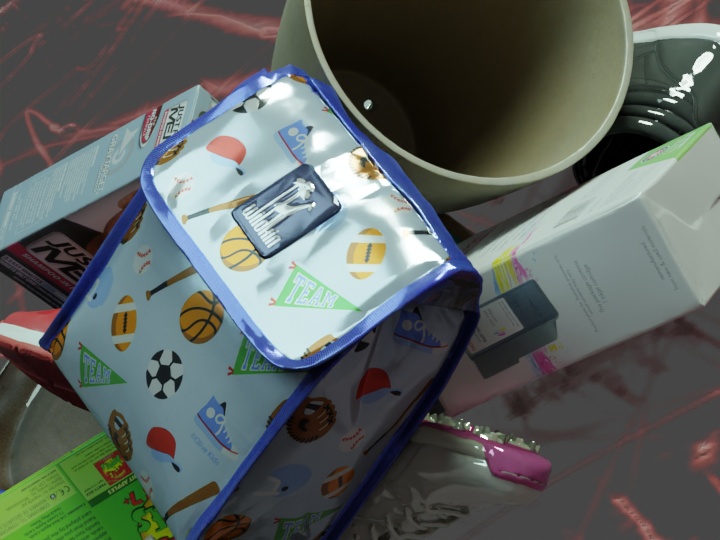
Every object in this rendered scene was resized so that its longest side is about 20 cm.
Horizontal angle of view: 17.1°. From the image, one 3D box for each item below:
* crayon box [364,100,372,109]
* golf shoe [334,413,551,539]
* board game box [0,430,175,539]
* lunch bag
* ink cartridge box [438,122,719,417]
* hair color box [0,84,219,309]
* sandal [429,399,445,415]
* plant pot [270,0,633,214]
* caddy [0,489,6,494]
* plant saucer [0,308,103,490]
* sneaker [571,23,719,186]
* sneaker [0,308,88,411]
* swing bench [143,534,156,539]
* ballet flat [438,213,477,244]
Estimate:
[{"bbox_3d":[-0.059,-0.051,1.607,0.200,0.052,0.126,-8,44,50],"label":"crayon box"},{"bbox_3d":[0.019,0.118,1.235,0.200,0.075,0.092,0,74,51],"label":"golf shoe"},{"bbox_3d":[-0.157,0.161,1.239,0.200,0.048,0.102,-31,63,-22],"label":"board game box"},{"bbox_3d":[-0.046,0.021,1.188,0.200,0.124,0.170,-53,55,21],"label":"lunch bag"},{"bbox_3d":[0.097,0.007,1.234,0.200,0.067,0.117,-26,8,33],"label":"ink cartridge box"},{"bbox_3d":[-0.139,-0.035,1.533,0.200,0.099,0.061,-25,41,40],"label":"hair color box"},{"bbox_3d":[-0.025,0.053,1.371,0.200,0.048,0.075,10,53,32],"label":"sandal"},{"bbox_3d":[0.024,-0.105,1.333,0.188,0.187,0.200,-57,8,-26],"label":"plant pot"},{"bbox_3d":[-0.286,0.186,1.471,0.105,0.141,0.200,-9,42,45],"label":"caddy"},{"bbox_3d":[-0.181,0.080,1.592,0.200,0.032,0.201,-31,34,24],"label":"plant saucer"},{"bbox_3d":[0.125,-0.079,1.357,0.200,0.071,0.099,-9,37,44],"label":"sneaker"},{"bbox_3d":[-0.130,0.030,1.487,0.199,0.078,0.116,13,65,31],"label":"sneaker"},{"bbox_3d":[-0.097,0.256,1.112,0.199,0.130,0.200,-48,20,-9],"label":"swing bench"},{"bbox_3d":[0.000,0.000,1.429,0.200,0.063,0.069,-15,39,45],"label":"ballet flat"}]
